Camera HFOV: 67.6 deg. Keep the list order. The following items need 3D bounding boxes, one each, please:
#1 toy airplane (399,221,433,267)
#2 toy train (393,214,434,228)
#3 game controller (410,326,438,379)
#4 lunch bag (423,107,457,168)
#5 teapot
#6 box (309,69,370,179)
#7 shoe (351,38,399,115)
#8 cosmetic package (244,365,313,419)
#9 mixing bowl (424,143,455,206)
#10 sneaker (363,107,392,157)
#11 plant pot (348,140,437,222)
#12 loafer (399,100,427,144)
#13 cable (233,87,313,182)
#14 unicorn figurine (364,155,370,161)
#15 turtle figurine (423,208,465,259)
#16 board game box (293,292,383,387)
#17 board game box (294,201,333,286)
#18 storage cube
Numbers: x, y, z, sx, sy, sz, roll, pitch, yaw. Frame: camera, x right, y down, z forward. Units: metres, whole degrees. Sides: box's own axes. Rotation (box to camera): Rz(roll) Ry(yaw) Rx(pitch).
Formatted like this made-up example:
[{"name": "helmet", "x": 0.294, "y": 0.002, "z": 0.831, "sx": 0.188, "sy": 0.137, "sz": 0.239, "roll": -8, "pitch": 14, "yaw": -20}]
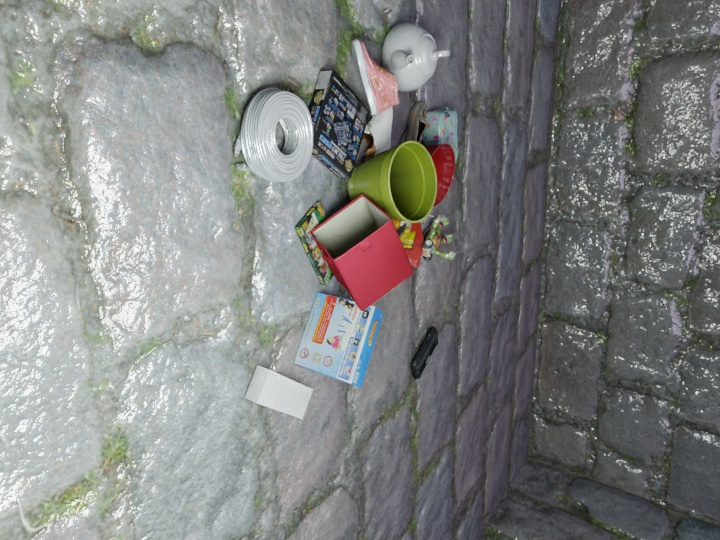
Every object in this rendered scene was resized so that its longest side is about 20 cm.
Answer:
[{"name": "toy airplane", "x": 0.148, "y": -0.122, "z": 1.715, "sx": 0.199, "sy": 0.136, "sz": 0.207, "roll": -102, "pitch": -175, "yaw": -80}, {"name": "toy train", "x": 0.103, "y": -0.141, "z": 1.569, "sx": 0.119, "sy": 0.196, "sz": 0.085, "roll": -66, "pitch": 165, "yaw": -4}, {"name": "game controller", "x": 0.244, "y": 0.313, "z": 2.043, "sx": 0.202, "sy": 0.041, "sz": 0.106, "roll": -55, "pitch": 153, "yaw": -33}, {"name": "lunch bag", "x": 0.282, "y": -0.455, "z": 1.856, "sx": 0.159, "sy": 0.075, "sz": 0.206, "roll": -23, "pitch": 117, "yaw": -51}, {"name": "teapot", "x": 0.165, "y": -0.625, "z": 1.576, "sx": 0.197, "sy": 0.143, "sz": 0.205, "roll": 41, "pitch": 64, "yaw": -52}, {"name": "box", "x": -0.061, "y": -0.371, "z": 1.388, "sx": 0.199, "sy": 0.049, "sz": 0.204, "roll": 29, "pitch": 75, "yaw": -56}, {"name": "shoe", "x": 0.042, "y": -0.527, "z": 1.442, "sx": 0.089, "sy": 0.072, "sz": 0.204, "roll": -21, "pitch": 123, "yaw": -1}, {"name": "cosmetic package", "x": -0.201, "y": 0.308, "z": 1.354, "sx": 0.200, "sy": 0.050, "sz": 0.084, "roll": 43, "pitch": 65, "yaw": -52}, {"name": "mixing bowl", "x": 0.214, "y": -0.321, "z": 1.748, "sx": 0.199, "sy": 0.107, "sz": 0.205, "roll": -34, "pitch": 135, "yaw": -41}, {"name": "sneaker", "x": 0.043, "y": -0.415, "z": 1.518, "sx": 0.082, "sy": 0.073, "sz": 0.207, "roll": 6, "pitch": 74, "yaw": -18}, {"name": "plant pot", "x": 0.072, "y": -0.230, "z": 1.438, "sx": 0.197, "sy": 0.190, "sz": 0.207, "roll": -4, "pitch": 96, "yaw": -45}, {"name": "loafer", "x": 0.185, "y": -0.452, "z": 1.723, "sx": 0.072, "sy": 0.062, "sz": 0.205, "roll": 42, "pitch": 64, "yaw": -51}, {"name": "cable", "x": -0.183, "y": -0.302, "z": 1.204, "sx": 0.198, "sy": 0.068, "sz": 0.207, "roll": 12, "pitch": 88, "yaw": -56}, {"name": "unicorn figurine", "x": 0.083, "y": -0.309, "z": 1.598, "sx": 0.198, "sy": 0.072, "sz": 0.142, "roll": 6, "pitch": 94, "yaw": -57}, {"name": "turtle figurine", "x": 0.302, "y": -0.122, "z": 1.892, "sx": 0.201, "sy": 0.143, "sz": 0.194, "roll": -48, "pitch": -179, "yaw": 28}, {"name": "board game box", "x": -0.058, "y": 0.177, "z": 1.406, "sx": 0.056, "sy": 0.192, "sz": 0.205, "roll": 34, "pitch": 71, "yaw": -53}, {"name": "board game box", "x": -0.105, "y": -0.067, "z": 1.427, "sx": 0.106, "sy": 0.023, "sz": 0.203, "roll": -56, "pitch": 140, "yaw": -35}, {"name": "storage cube", "x": 0.007, "y": -0.047, "z": 1.365, "sx": 0.198, "sy": 0.171, "sz": 0.182, "roll": -34, "pitch": 128, "yaw": -8}]
